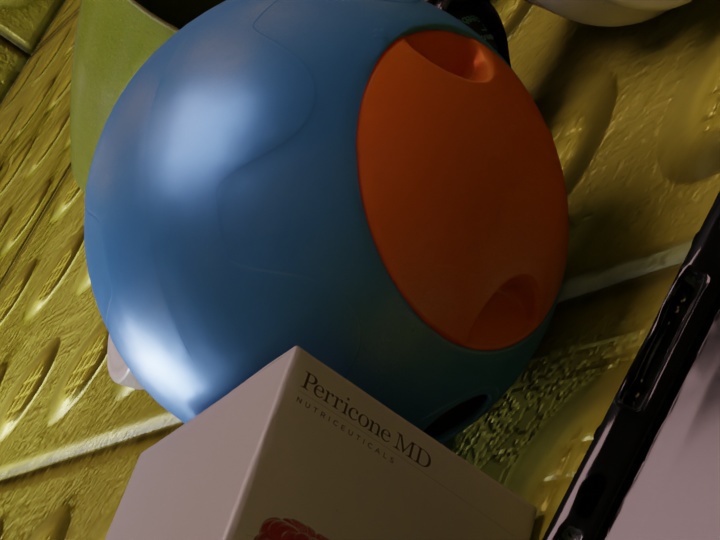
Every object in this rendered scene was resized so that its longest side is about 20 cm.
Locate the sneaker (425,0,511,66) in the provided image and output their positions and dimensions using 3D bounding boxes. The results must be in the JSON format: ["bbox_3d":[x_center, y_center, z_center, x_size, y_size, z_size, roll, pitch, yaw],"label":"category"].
[{"bbox_3d":[0.035,-0.137,0.929,0.075,0.201,0.079,-28,13,-29],"label":"sneaker"}]

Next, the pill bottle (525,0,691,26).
[{"bbox_3d":[0.107,-0.177,0.889,0.113,0.112,0.200,-54,18,5],"label":"pill bottle"}]

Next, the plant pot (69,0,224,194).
[{"bbox_3d":[-0.147,-0.142,1.446,0.187,0.186,0.200,-82,16,-55],"label":"plant pot"}]

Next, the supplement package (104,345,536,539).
[{"bbox_3d":[-0.036,0.152,0.660,0.120,0.121,0.201,-36,26,46],"label":"supplement package"}]

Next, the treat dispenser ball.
[{"bbox_3d":[-0.014,-0.018,0.773,0.201,0.200,0.201,-48,19,22],"label":"treat dispenser ball"}]

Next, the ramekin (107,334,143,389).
[{"bbox_3d":[-0.063,-0.023,1.034,0.202,0.094,0.203,-162,90,-75],"label":"ramekin"}]

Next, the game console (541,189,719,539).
[{"bbox_3d":[0.135,0.051,0.562,0.201,0.116,0.176,-60,-12,-16],"label":"game console"}]
